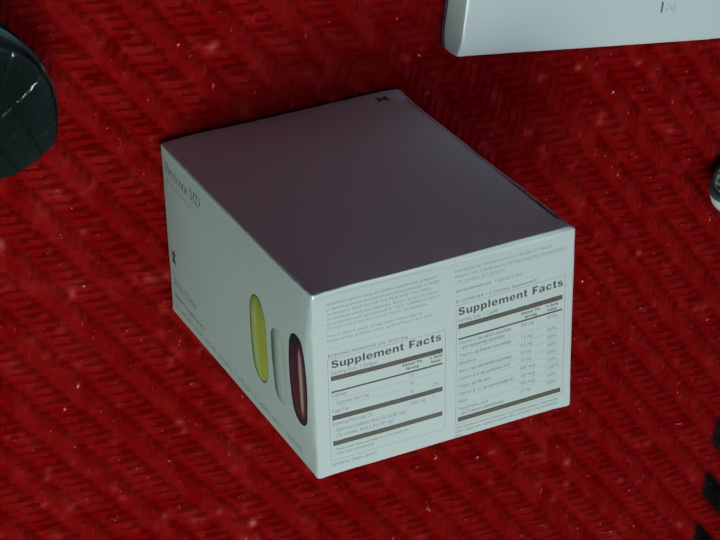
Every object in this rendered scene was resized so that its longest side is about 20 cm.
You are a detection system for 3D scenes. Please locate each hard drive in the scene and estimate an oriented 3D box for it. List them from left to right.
[{"bbox_3d":[0.146,-0.197,1.319,0.199,0.025,0.133,-7,117,-27],"label":"hard drive"}]

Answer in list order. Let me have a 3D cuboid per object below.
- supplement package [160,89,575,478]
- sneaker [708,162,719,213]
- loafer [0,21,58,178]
[{"bbox_3d":[0.000,0.000,1.227,0.155,0.200,0.111,-14,121,-23],"label":"supplement package"},{"bbox_3d":[0.325,-0.042,1.471,0.202,0.077,0.147,-27,123,-17],"label":"sneaker"},{"bbox_3d":[-0.213,-0.115,1.127,0.073,0.072,0.200,-37,148,-3],"label":"loafer"}]
